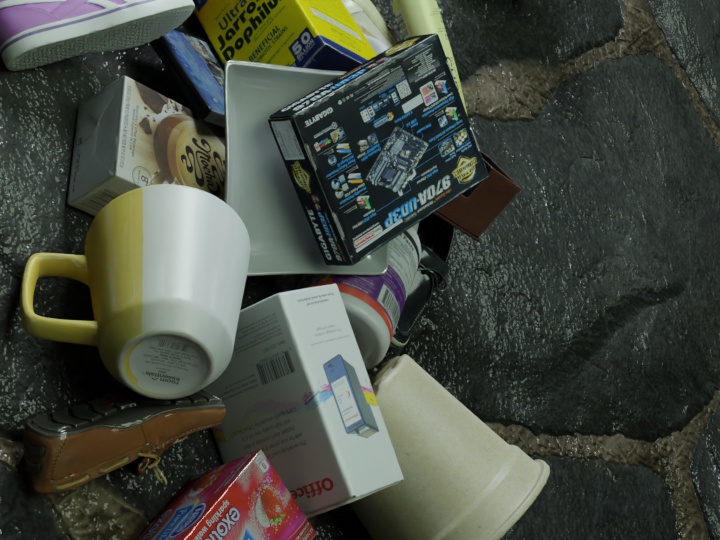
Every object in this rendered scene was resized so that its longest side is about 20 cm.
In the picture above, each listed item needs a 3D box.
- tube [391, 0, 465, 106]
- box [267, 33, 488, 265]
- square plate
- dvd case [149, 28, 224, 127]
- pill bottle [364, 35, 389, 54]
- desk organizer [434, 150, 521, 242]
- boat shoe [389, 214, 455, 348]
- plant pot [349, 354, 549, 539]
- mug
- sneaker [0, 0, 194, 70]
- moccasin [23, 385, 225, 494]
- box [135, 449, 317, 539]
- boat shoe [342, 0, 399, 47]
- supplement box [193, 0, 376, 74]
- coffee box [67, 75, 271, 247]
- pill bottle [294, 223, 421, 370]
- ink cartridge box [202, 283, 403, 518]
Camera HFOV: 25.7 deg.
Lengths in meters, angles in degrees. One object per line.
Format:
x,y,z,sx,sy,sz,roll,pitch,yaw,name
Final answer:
0.092,-0.223,1.807,0.058,0.052,0.201,-18,88,-36,tube
0.022,-0.120,1.536,0.200,0.046,0.159,-34,112,-31,box
-0.055,-0.095,1.526,0.198,0.028,0.201,0,92,-38,square plate
-0.124,-0.183,1.610,0.200,0.018,0.143,14,34,-52,dvd case
0.026,-0.162,1.734,0.200,0.112,0.113,44,40,-53,pill bottle
0.084,-0.109,1.685,0.200,0.077,0.072,28,16,-52,desk organizer
0.060,0.000,1.756,0.075,0.062,0.200,46,44,-26,boat shoe
0.053,0.193,1.569,0.184,0.200,0.200,48,41,-3,plant pot
-0.186,0.036,1.384,0.153,0.186,0.150,-97,161,-48,mug
-0.259,-0.267,1.492,0.200,0.073,0.115,-16,77,-32,sneaker
-0.201,0.148,1.376,0.201,0.074,0.078,-18,117,-49,moccasin
-0.138,0.260,1.372,0.100,0.095,0.200,57,40,-12,box
0.022,-0.235,1.834,0.200,0.074,0.066,45,56,-21,boat shoe
-0.075,-0.238,1.624,0.109,0.109,0.200,21,30,-47,supplement box
-0.175,-0.088,1.520,0.200,0.080,0.113,25,53,-39,coffee box
0.000,0.000,1.648,0.111,0.111,0.200,45,43,-24,pill bottle
-0.065,0.131,1.480,0.087,0.145,0.201,-9,77,-51,ink cartridge box
